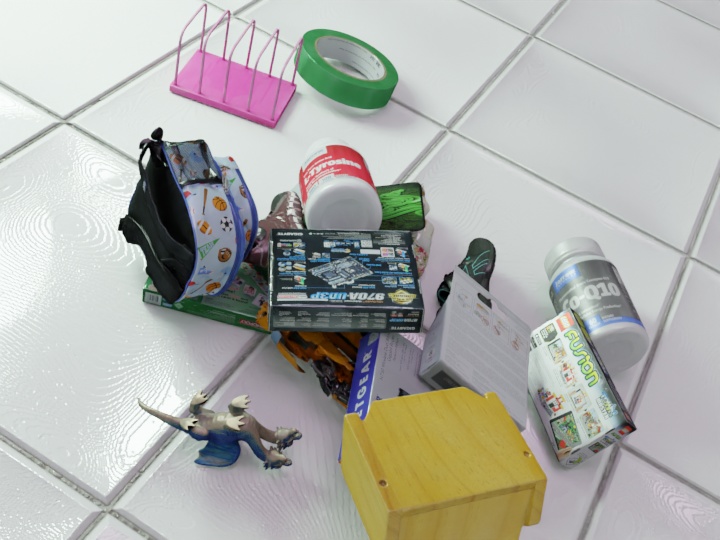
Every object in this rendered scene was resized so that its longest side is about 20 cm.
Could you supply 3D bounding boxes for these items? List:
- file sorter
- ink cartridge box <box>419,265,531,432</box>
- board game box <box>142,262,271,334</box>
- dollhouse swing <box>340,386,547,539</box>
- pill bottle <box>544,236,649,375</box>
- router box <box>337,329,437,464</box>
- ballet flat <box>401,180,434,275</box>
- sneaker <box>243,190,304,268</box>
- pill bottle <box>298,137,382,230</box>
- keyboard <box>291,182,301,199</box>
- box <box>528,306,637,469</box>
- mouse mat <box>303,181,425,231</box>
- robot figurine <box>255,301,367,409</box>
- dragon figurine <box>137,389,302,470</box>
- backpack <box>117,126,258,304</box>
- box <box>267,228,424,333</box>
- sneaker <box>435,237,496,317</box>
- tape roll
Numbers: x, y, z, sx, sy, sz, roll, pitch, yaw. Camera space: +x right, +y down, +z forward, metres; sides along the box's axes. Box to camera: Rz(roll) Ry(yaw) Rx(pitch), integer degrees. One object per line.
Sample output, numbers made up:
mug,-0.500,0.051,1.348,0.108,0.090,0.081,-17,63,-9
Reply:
file sorter,-0.214,-0.369,1.621,0.198,0.126,0.140,20,43,1
ink cartridge box,0.161,0.111,1.249,0.162,0.057,0.201,39,32,-17
board game box,-0.195,0.014,1.309,0.198,0.029,0.135,15,42,-4
dollhouse swing,0.080,0.267,1.047,0.198,0.177,0.182,-6,45,-25
pill bottle,0.354,0.051,1.404,0.113,0.114,0.201,3,45,-16
router box,0.067,0.193,1.152,0.179,0.049,0.201,36,39,-22
ballet flat,0.084,-0.075,1.462,0.075,0.064,0.201,38,30,-37
sneaker,-0.144,-0.066,1.342,0.114,0.076,0.200,6,27,-16
pill bottle,-0.035,-0.122,1.376,0.111,0.113,0.201,6,29,-13
keyboard,-0.071,-0.150,1.521,0.056,0.011,0.200,8,36,24
box,0.291,0.161,1.275,0.035,0.110,0.201,35,28,-42
mouse mat,0.000,-0.093,1.435,0.198,0.008,0.161,-5,32,3
robot figurine,-0.040,0.104,1.233,0.200,0.058,0.145,45,41,11
dragon figurine,-0.173,0.198,1.106,0.198,0.100,0.059,-1,44,7
backpack,-0.226,-0.058,1.228,0.153,0.200,0.192,-4,57,-28
box,-0.022,0.011,1.200,0.198,0.046,0.160,1,40,-7
sneaker,0.162,0.015,1.401,0.078,0.076,0.201,15,43,-1
tape roll,-0.027,-0.382,1.733,0.199,0.048,0.201,18,37,-14
